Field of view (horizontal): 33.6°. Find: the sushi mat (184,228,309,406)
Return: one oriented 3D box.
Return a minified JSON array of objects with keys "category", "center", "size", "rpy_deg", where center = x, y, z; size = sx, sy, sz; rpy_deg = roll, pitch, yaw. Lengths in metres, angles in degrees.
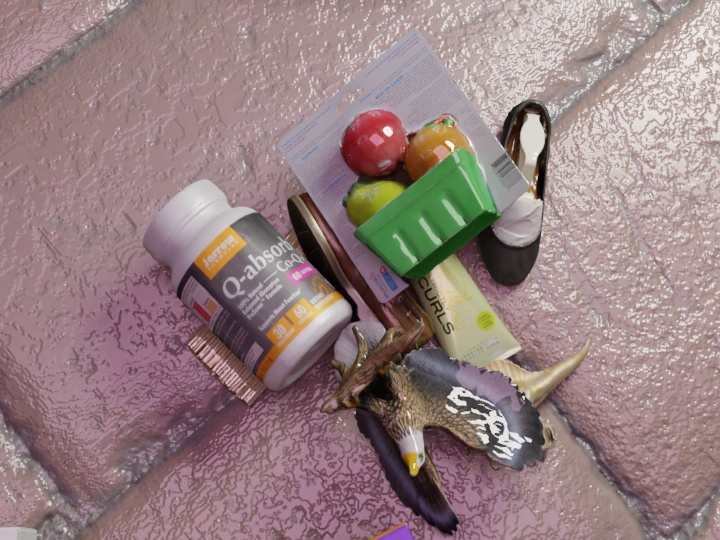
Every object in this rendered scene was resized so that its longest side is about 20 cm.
[{"category":"sushi mat","center":[-0.083,0.037,1.233],"size":[0.096,0.012,0.200],"rpy_deg":[41,79,7]}]

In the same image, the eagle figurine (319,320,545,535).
[{"category":"eagle figurine","center":[0.056,0.145,1.132],"size":[0.200,0.151,0.152],"rpy_deg":[37,62,-33]}]

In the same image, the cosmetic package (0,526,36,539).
[{"category":"cosmetic package","center":[-0.364,0.345,1.116],"size":[0.107,0.085,0.202],"rpy_deg":[0,76,-2]}]

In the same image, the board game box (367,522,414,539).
[{"category":"board game box","center":[-0.009,0.361,1.062],"size":[0.199,0.200,0.201],"rpy_deg":[-25,78,-7]}]

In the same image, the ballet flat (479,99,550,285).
[{"category":"ballet flat","center":[0.163,-0.087,1.240],"size":[0.067,0.068,0.202],"rpy_deg":[8,77,-1]}]

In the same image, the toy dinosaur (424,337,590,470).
[{"category":"toy dinosaur","center":[0.161,0.134,1.193],"size":[0.199,0.058,0.102],"rpy_deg":[-20,77,-6]}]

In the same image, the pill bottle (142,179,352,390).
[{"category":"pill bottle","center":[-0.113,0.012,1.172],"size":[0.200,0.116,0.116],"rpy_deg":[44,79,9]}]

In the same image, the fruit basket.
[{"category":"fruit basket","center":[0.039,-0.100,1.152],"size":[0.185,0.094,0.201],"rpy_deg":[-39,68,14]}]

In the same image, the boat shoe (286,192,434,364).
[{"category":"boat shoe","center":[0.000,0.000,1.208],"size":[0.068,0.072,0.201],"rpy_deg":[-32,92,-14]}]

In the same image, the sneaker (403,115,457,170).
[{"category":"sneaker","center":[0.073,-0.128,1.206],"size":[0.200,0.091,0.078],"rpy_deg":[36,71,30]}]

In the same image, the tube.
[{"category":"tube","center":[0.085,0.013,1.226],"size":[0.058,0.052,0.201],"rpy_deg":[-34,82,37]}]
